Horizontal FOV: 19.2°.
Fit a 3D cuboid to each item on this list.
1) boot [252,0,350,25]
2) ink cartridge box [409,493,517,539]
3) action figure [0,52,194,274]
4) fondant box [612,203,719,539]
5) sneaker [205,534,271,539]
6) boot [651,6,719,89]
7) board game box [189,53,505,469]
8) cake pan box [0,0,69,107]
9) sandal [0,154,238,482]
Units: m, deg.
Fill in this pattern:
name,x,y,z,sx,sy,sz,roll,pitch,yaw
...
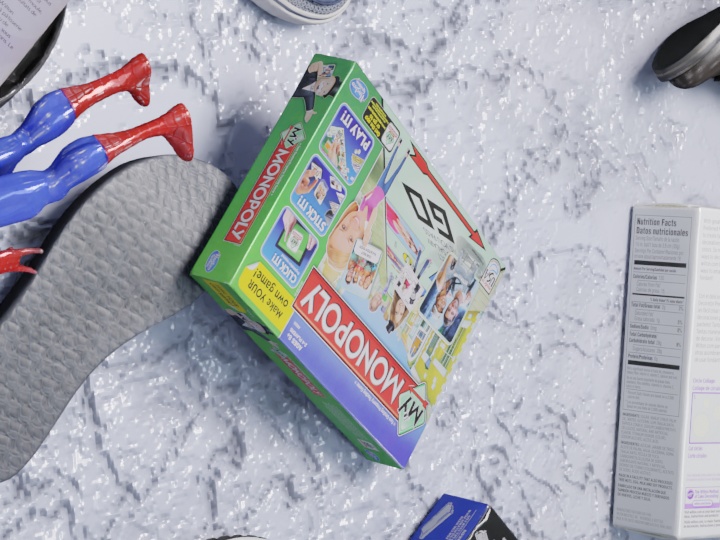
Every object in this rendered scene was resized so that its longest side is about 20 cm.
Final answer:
name,x,y,z,sx,sy,sz,roll,pitch,yaw
boot,-0.044,-0.207,1.058,0.073,0.090,0.200,-49,121,-26
ink cartridge box,0.087,0.228,1.225,0.094,0.044,0.200,-51,122,-23
action figure,-0.172,-0.031,0.934,0.200,0.065,0.052,-24,151,-22
fondant box,0.232,0.062,1.323,0.144,0.058,0.200,3,92,-39
sneaker,-0.100,0.191,1.050,0.200,0.077,0.076,-25,106,-37
boot,0.283,-0.097,1.319,0.200,0.069,0.174,-28,94,-36
board game box,0.000,0.000,1.115,0.135,0.029,0.200,-62,142,-19
cake pan box,-0.210,-0.153,0.905,0.200,0.052,0.184,42,58,-17
sandal,-0.140,0.015,1.034,0.200,0.043,0.076,-45,111,-19
